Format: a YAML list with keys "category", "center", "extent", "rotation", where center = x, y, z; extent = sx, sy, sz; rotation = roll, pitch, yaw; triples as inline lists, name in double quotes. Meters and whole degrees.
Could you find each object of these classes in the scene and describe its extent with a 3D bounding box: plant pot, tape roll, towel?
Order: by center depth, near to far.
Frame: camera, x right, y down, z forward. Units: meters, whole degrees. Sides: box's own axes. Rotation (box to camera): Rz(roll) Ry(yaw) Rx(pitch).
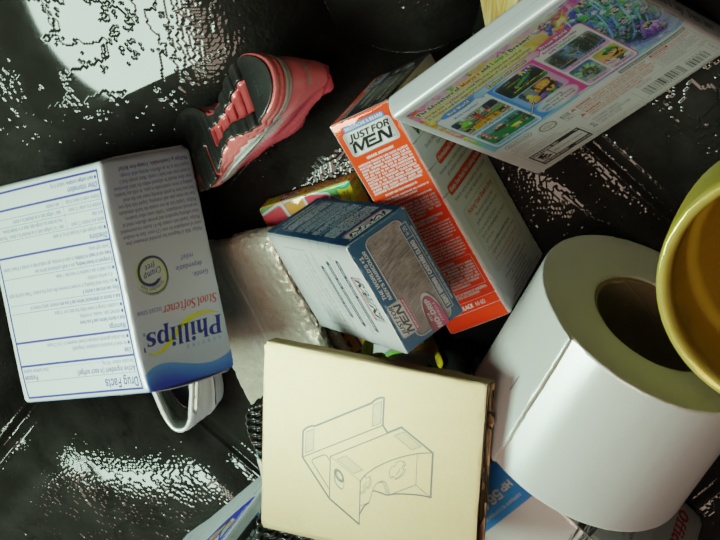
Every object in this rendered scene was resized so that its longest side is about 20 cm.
- category: "plant pot"
  center: [0.333, -0.023, 1.275]
  extent: [0.200, 0.189, 0.201]
  rotation: [10, 120, 17]
- category: "tape roll"
  center: [0.204, 0.088, 1.382]
  extent: [0.202, 0.203, 0.139]
  rotation: [31, 125, 4]
- category: "towel"
  center: [-0.076, 0.053, 1.560]
  extent: [0.132, 0.034, 0.200]
  rotation: [-10, 114, 41]

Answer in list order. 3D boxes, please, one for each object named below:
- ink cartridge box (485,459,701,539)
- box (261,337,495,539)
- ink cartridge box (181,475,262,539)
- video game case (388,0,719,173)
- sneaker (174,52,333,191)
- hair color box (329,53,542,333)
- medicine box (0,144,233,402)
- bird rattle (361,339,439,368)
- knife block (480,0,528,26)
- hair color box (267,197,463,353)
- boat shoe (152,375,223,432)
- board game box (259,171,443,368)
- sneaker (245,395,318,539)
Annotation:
- category: "ink cartridge box"
  center: [0.186, 0.206, 1.484]
  extent: [0.200, 0.146, 0.084]
  rotation: [44, 123, -4]
- category: "box"
  center: [0.010, 0.149, 1.390]
  extent: [0.199, 0.021, 0.164]
  rotation: [9, 105, 26]
- category: "ink cartridge box"
  center: [-0.136, 0.269, 1.621]
  extent: [0.047, 0.198, 0.200]
  rotation: [43, 125, -3]
- category: "video game case"
  center: [0.151, -0.150, 1.307]
  extent: [0.200, 0.182, 0.024]
  rotation: [-33, 57, 34]
- category: "sneaker"
  center: [-0.089, -0.122, 1.466]
  extent: [0.200, 0.087, 0.074]
  rotation: [-33, 71, 54]
- category: "hair color box"
  center: [0.065, -0.063, 1.411]
  extent: [0.064, 0.111, 0.200]
  rotation: [-21, 107, 30]
- category: "medicine box"
  center: [-0.223, 0.007, 1.510]
  extent: [0.182, 0.103, 0.201]
  rotation: [-8, 95, 45]
- category: "bird rattle"
  center: [0.042, 0.146, 1.472]
  extent: [0.112, 0.163, 0.200]
  rotation: [-24, 96, 41]
- category: "knife block"
  center: [0.134, -0.212, 1.261]
  extent: [0.064, 0.176, 0.201]
  rotation: [-15, 114, -5]
- category: "hair color box"
  center: [0.000, 0.000, 1.401]
  extent: [0.100, 0.060, 0.200]
  rotation: [59, 165, -15]
- category: "boat shoe"
  center: [-0.177, 0.055, 1.601]
  extent: [0.073, 0.065, 0.201]
  rotation: [-8, 113, 26]
- category: "board game box"
  center: [-0.006, 0.016, 1.535]
  extent: [0.095, 0.030, 0.200]
  rotation: [-16, 112, 28]
- category: "sneaker"
  center: [-0.051, 0.206, 1.517]
  extent: [0.070, 0.200, 0.093]
  rotation: [-18, 142, 8]
